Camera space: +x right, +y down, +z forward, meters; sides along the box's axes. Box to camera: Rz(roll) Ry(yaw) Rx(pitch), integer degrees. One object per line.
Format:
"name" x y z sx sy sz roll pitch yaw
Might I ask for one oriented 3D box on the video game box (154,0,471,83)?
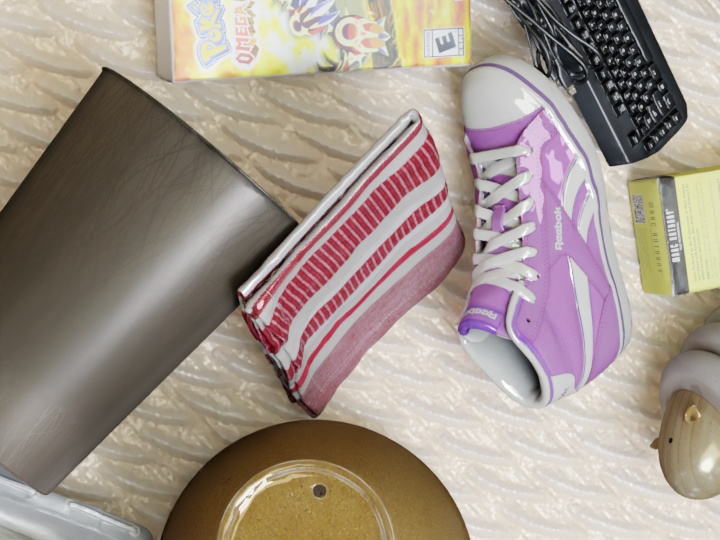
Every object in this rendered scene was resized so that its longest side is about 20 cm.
"video game box" -0.029 -0.212 1.571 0.182 0.047 0.201 -5 100 -13

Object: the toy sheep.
"toy sheep" 0.255 0.072 1.634 0.200 0.138 0.138 -32 101 -27

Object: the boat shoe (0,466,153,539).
"boat shoe" -0.209 0.134 1.538 0.200 0.072 0.069 21 58 -5

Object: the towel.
"towel" 0.000 0.000 1.530 0.023 0.200 0.144 39 81 18

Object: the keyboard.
"keyboard" 0.133 -0.151 1.605 0.104 0.040 0.200 -42 111 -33

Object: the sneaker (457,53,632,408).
"sneaker" 0.090 -0.018 1.582 0.114 0.073 0.201 -33 106 -45

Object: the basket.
"basket" -0.149 0.010 1.496 0.200 0.180 0.136 -49 122 -3

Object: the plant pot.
"plant pot" -0.027 0.162 1.492 0.186 0.200 0.187 0 80 1

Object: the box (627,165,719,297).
"box" 0.267 -0.036 1.671 0.199 0.050 0.075 -11 95 -15
